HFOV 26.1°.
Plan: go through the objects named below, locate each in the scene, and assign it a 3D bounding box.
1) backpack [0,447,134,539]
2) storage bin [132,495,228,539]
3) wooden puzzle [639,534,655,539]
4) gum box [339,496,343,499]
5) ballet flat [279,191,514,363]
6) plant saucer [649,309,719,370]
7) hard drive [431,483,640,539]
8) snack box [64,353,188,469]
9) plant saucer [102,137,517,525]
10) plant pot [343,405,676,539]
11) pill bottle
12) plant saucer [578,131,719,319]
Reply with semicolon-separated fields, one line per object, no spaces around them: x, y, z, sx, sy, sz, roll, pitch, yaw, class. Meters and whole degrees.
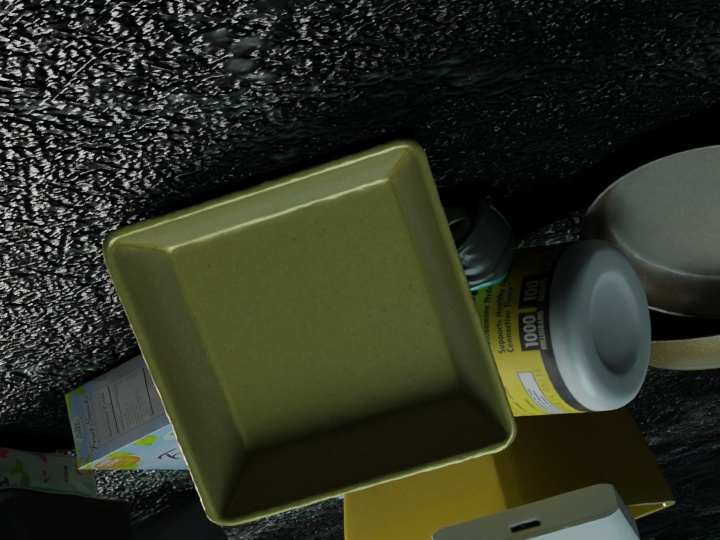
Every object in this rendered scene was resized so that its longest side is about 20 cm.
-0.310;0.238;1.305;0.200;0.151;0.177;-33;152;27;backpack
-0.237;0.309;1.614;0.200;0.146;0.134;-29;-177;36;storage bin
0.133;0.279;1.306;0.200;0.046;0.185;-20;173;33;wooden puzzle
0.044;0.166;1.513;0.169;0.045;0.200;-14;162;2;gum box
0.000;0.000;0.987;0.200;0.068;0.069;-23;131;-4;ballet flat
0.279;0.035;1.179;0.200;0.036;0.200;-14;-169;3;plant saucer
0.137;0.201;1.162;0.132;0.026;0.200;-17;160;9;hard drive
-0.094;0.092;1.170;0.200;0.068;0.168;-29;156;34;snack box
-0.028;0.035;0.934;0.199;0.200;0.048;-17;-164;10;plant saucer
0.102;0.139;1.273;0.200;0.177;0.200;5;153;-43;plant pot
0.086;0.045;1.059;0.200;0.113;0.112;-8;168;36;pill bottle
0.245;-0.032;1.028;0.200;0.032;0.200;4;145;3;plant saucer
